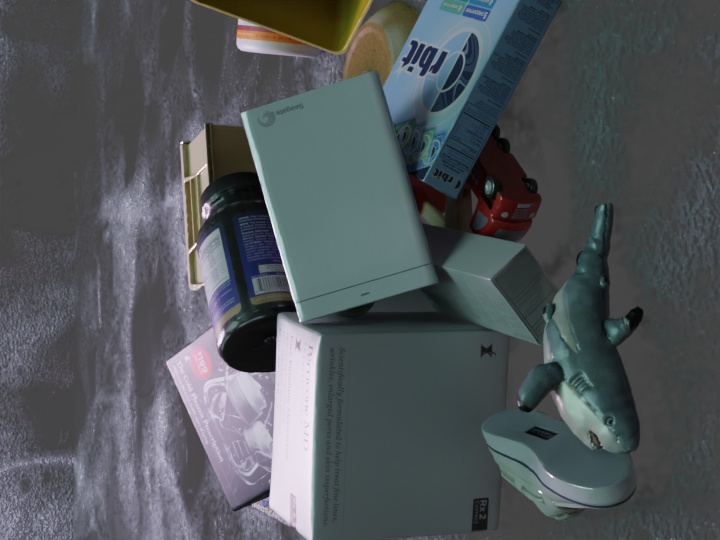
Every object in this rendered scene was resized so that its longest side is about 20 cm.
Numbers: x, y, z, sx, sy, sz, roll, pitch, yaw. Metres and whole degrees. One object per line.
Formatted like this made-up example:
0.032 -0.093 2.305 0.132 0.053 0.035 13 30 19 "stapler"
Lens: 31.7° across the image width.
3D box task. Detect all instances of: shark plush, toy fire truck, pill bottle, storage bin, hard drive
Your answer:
0.200 0.049 1.039 0.083 0.091 0.201 -7 61 45 "shark plush"
0.100 -0.075 1.247 0.200 0.049 0.141 -116 34 -45 "toy fire truck"
-0.097 -0.379 1.632 0.113 0.113 0.201 -153 66 -64 "pill bottle"
-0.103 -0.069 1.530 0.094 0.199 0.199 151 117 -61 "storage bin"
-0.111 -0.002 1.335 0.112 0.111 0.200 118 146 -46 "pill bottle"
-0.019 -0.067 1.158 0.027 0.132 0.201 -1 -105 -83 "hard drive"

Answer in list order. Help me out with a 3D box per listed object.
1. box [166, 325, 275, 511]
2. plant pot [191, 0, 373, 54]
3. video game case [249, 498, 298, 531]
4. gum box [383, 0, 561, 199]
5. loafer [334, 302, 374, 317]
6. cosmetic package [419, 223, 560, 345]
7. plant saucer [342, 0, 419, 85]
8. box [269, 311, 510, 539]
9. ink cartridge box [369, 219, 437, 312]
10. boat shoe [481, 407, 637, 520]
-0.104 0.146 1.471 0.182 0.104 0.200 -36 75 39 "box"
-0.065 -0.406 1.472 0.200 0.199 0.177 125 159 -53 "plant pot"
-0.078 0.227 1.560 0.200 0.036 0.182 18 110 39 "video game case"
0.087 -0.184 1.203 0.200 0.044 0.170 -62 28 5 "gum box"
-0.027 -0.054 1.217 0.070 0.075 0.201 -9 78 59 "loafer"
0.108 0.008 1.176 0.083 0.051 0.200 53 166 -22 "cosmetic package"
0.021 -0.209 1.452 0.200 0.035 0.201 -179 90 -66 "plant saucer"
0.026 0.144 1.222 0.131 0.199 0.200 -165 77 -66 "box"
0.000 0.000 1.378 0.200 0.128 0.126 -122 39 -53 "ink cartridge box"
0.169 0.174 1.071 0.200 0.071 0.070 14 125 64 "boat shoe"
